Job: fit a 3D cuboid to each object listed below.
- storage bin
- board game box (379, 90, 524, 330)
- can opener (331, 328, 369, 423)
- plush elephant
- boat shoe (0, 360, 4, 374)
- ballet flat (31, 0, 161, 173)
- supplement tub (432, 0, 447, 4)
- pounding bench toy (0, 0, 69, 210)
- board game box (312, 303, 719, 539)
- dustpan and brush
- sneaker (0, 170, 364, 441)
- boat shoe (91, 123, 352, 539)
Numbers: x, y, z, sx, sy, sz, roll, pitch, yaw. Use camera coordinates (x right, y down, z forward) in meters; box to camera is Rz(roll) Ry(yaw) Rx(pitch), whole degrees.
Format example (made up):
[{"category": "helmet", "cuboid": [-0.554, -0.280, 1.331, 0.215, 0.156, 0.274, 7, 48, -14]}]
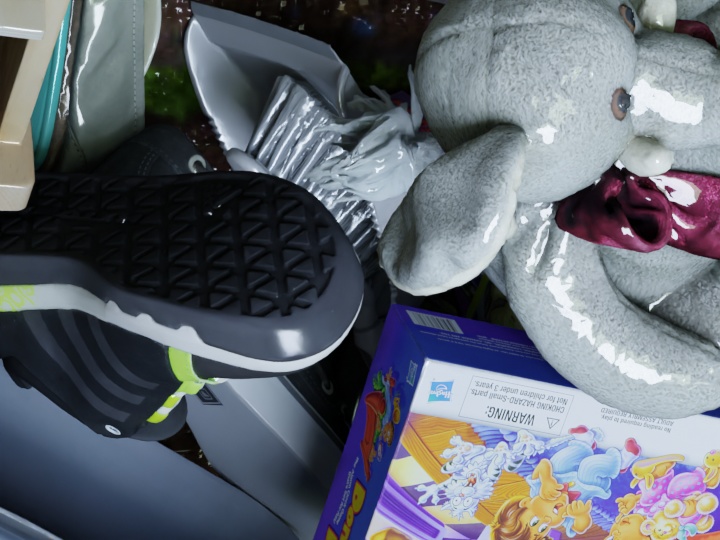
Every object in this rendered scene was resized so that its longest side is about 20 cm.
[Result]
[{"category": "storage bin", "cuboid": [-0.119, 0.131, 0.892, 0.200, 0.146, 0.134, 32, 104, -30]}, {"category": "board game box", "cuboid": [0.058, 0.017, 0.943, 0.032, 0.200, 0.120, -27, 119, -12]}, {"category": "can opener", "cuboid": [-0.030, 0.099, 1.029, 0.066, 0.053, 0.200, 18, 104, -25]}, {"category": "plush elephant", "cuboid": [0.077, -0.045, 0.759, 0.200, 0.155, 0.165, 7, 78, 6]}, {"category": "boat shoe", "cuboid": [-0.140, 0.016, 0.948, 0.200, 0.068, 0.072, 20, 104, -25]}, {"category": "ballet flat", "cuboid": [-0.096, -0.125, 0.919, 0.064, 0.067, 0.200, -11, 119, -45]}, {"category": "supplement tub", "cuboid": [0.017, -0.198, 0.862, 0.145, 0.145, 0.200, 13, 95, -23]}, {"category": "pounding bench toy", "cuboid": [-0.161, -0.138, 0.830, 0.124, 0.200, 0.156, 5, 141, -19]}, {"category": "board game box", "cuboid": [0.086, 0.098, 0.848, 0.200, 0.045, 0.135, 12, 109, -19]}, {"category": "dustpan and brush", "cuboid": [0.000, 0.000, 0.945, 0.057, 0.140, 0.200, -44, 117, -11]}, {"category": "sneaker", "cuboid": [-0.063, 0.016, 0.838, 0.072, 0.200, 0.083, -39, 121, -30]}, {"category": "boat shoe", "cuboid": [-0.038, 0.032, 0.951, 0.057, 0.069, 0.200, -51, 124, -26]}]
